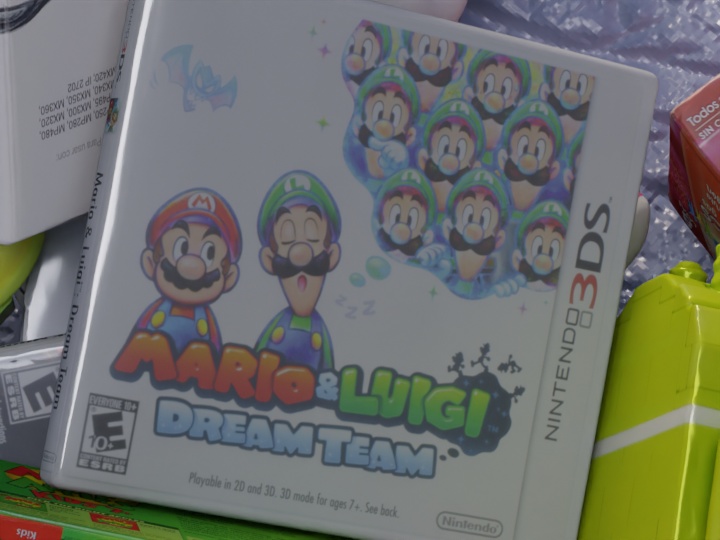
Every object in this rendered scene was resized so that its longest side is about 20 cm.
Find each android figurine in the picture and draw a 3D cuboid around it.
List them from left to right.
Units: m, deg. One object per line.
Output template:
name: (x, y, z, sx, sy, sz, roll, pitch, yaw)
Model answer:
android figurine: (0.105, 0.088, 0.973, 0.041, 0.182, 0.202, 14, 74, -12)

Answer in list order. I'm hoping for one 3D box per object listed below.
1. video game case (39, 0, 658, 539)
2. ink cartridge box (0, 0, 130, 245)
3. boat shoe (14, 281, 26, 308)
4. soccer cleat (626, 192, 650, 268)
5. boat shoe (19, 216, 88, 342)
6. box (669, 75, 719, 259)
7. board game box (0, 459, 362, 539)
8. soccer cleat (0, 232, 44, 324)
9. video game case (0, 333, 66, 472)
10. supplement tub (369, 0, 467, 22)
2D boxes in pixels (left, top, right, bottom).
video game case: (0.000, 0.000, 0.970, 0.199, 0.024, 0.184, 12, 87, -23)
ink cartridge box: (-0.154, -0.121, 0.957, 0.144, 0.084, 0.202, 10, 112, 30)
boat shoe: (-0.051, -0.046, 1.083, 0.199, 0.065, 0.074, -31, 74, -4)
soccer cleat: (0.032, 0.043, 1.055, 0.199, 0.070, 0.087, -29, 84, 1)
boat shoe: (-0.096, 0.053, 1.045, 0.071, 0.068, 0.202, 4, 90, -13)
box: (0.218, -0.065, 1.038, 0.199, 0.100, 0.096, -36, 74, -5)
board game box: (-0.037, 0.113, 0.942, 0.198, 0.102, 0.048, 13, 94, -10)
soccer cleat: (-0.202, -0.009, 1.035, 0.199, 0.084, 0.065, -2, 53, 39)
video game case: (-0.043, 0.112, 1.004, 0.180, 0.023, 0.202, -11, 97, -8)
supplement tub: (-0.065, -0.150, 1.044, 0.198, 0.145, 0.146, -1, 73, 19)
